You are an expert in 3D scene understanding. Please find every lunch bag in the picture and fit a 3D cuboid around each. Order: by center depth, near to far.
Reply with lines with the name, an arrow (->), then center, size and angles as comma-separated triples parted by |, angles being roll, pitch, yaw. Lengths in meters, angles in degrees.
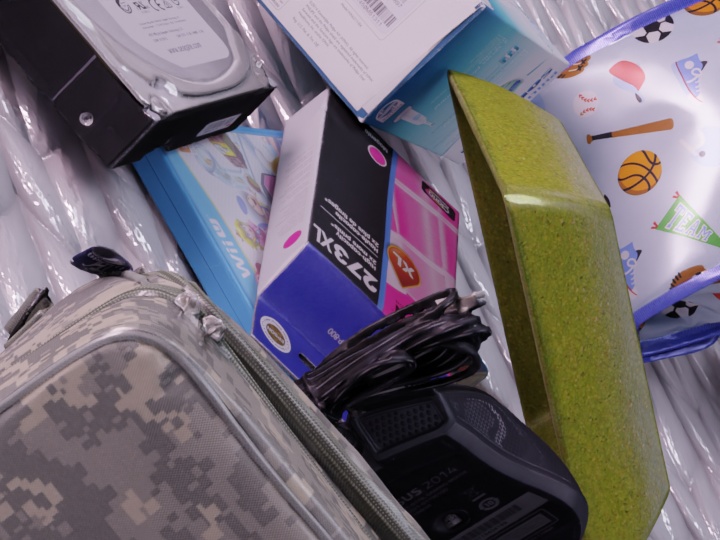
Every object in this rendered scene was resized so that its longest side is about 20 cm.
lunch bag -> -0.059, 0.098, 0.945 | 0.200, 0.139, 0.168 | 50, 6, -6
lunch bag -> 0.186, -0.054, 1.582 | 0.170, 0.200, 0.124 | 62, -6, 24

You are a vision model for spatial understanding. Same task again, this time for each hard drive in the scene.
hard drive -> -0.134, -0.138, 1.243 | 0.200, 0.038, 0.140 | 49, 22, 7

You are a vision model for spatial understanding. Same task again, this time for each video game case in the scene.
video game case -> -0.022, -0.005, 1.312 | 0.143, 0.018, 0.200 | 60, 23, 16

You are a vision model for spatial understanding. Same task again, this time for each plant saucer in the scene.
plant saucer -> 0.094, 0.020, 1.293 | 0.200, 0.048, 0.200 | -106, -178, -70

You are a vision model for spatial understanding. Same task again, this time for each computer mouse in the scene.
computer mouse -> 0.026, 0.074, 1.166 | 0.200, 0.138, 0.053 | 42, 22, -49

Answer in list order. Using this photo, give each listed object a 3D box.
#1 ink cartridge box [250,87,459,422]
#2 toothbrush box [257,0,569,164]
ink cartridge box -> 0.000, 0.000, 1.282 | 0.095, 0.037, 0.200 | 44, 26, -20
toothbrush box -> 0.012, -0.142, 1.432 | 0.146, 0.085, 0.200 | 50, 9, 14
